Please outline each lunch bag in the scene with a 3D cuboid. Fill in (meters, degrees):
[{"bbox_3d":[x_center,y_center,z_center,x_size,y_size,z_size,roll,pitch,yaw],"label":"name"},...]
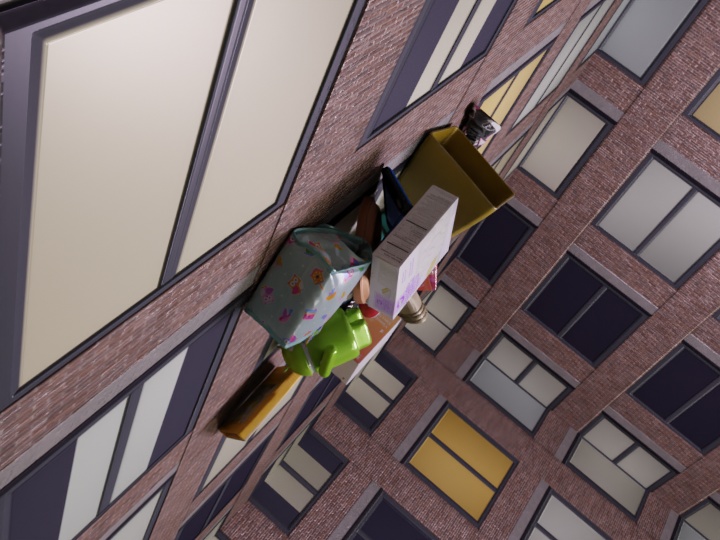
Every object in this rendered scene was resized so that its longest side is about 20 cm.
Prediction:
[{"bbox_3d":[-0.074,0.019,1.325,0.171,0.122,0.200,-56,164,21],"label":"lunch bag"}]

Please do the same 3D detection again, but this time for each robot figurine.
[{"bbox_3d":[-0.080,0.153,1.701,0.199,0.176,0.116,-21,129,-5],"label":"robot figurine"}]

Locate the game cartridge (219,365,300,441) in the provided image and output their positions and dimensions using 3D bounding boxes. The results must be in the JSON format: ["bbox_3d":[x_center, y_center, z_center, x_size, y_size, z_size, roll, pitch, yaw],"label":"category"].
[{"bbox_3d":[-0.221,0.291,1.772,0.200,0.032,0.176,-50,-168,-22],"label":"game cartridge"}]

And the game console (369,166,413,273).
[{"bbox_3d":[0.041,-0.060,1.488,0.118,0.171,0.200,-23,151,-9],"label":"game console"}]

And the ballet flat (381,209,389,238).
[{"bbox_3d":[0.034,-0.080,1.707,0.063,0.069,0.200,-22,-169,41],"label":"ballet flat"}]

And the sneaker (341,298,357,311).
[{"bbox_3d":[-0.043,0.072,1.863,0.107,0.074,0.200,-62,177,31],"label":"sneaker"}]

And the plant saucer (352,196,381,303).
[{"bbox_3d":[0.015,-0.038,1.497,0.200,0.032,0.202,5,90,-83],"label":"plant saucer"}]

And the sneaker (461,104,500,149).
[{"bbox_3d":[0.267,-0.313,1.843,0.086,0.080,0.200,-50,170,1],"label":"sneaker"}]

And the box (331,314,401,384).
[{"bbox_3d":[-0.021,0.157,2.014,0.200,0.152,0.107,-44,169,-41],"label":"box"}]

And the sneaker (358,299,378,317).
[{"bbox_3d":[0.035,0.048,1.652,0.113,0.071,0.201,-79,-172,-51],"label":"sneaker"}]

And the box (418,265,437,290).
[{"bbox_3d":[0.124,-0.039,1.783,0.200,0.102,0.095,-73,164,-64],"label":"box"}]

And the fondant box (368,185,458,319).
[{"bbox_3d":[0.092,-0.032,1.395,0.200,0.058,0.145,-48,157,-33],"label":"fondant box"}]

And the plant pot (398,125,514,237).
[{"bbox_3d":[0.178,-0.164,1.679,0.176,0.200,0.200,-42,176,25],"label":"plant pot"}]

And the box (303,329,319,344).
[{"bbox_3d":[-0.080,0.049,1.560,0.064,0.070,0.201,-41,166,-53],"label":"box"}]

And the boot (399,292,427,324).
[{"bbox_3d":[0.089,0.043,1.934,0.073,0.156,0.200,-35,-160,-7],"label":"boot"}]

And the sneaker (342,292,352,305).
[{"bbox_3d":[0.000,0.000,1.744,0.200,0.077,0.086,-39,156,-40],"label":"sneaker"}]
